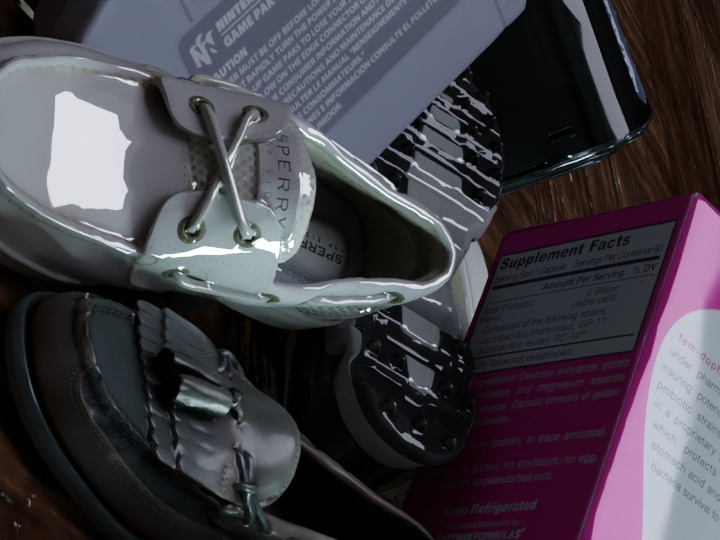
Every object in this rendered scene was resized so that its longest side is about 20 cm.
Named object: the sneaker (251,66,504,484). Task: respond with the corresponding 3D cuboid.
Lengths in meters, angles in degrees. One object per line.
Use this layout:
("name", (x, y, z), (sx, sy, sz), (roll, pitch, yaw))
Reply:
("sneaker", (0.000, 0.000, 0.848), (0.066, 0.090, 0.201), (32, 43, -25))

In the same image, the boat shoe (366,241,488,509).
("boat shoe", (0.022, 0.061, 0.891), (0.065, 0.074, 0.203), (29, 48, -51))

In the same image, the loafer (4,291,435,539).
("loafer", (-0.036, 0.056, 0.712), (0.200, 0.062, 0.072), (51, 27, -53))

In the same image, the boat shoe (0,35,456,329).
("boat shoe", (-0.042, -0.027, 0.692), (0.199, 0.069, 0.071), (15, 76, -52))

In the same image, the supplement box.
("supplement box", (0.084, 0.087, 0.808), (0.101, 0.103, 0.201), (38, 61, -29))

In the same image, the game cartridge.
("game cartridge", (-0.018, -0.100, 0.783), (0.200, 0.040, 0.134), (-45, 133, -26))

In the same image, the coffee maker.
("coffee maker", (0.045, -0.135, 1.112), (0.192, 0.134, 0.201), (-27, 99, -50))
